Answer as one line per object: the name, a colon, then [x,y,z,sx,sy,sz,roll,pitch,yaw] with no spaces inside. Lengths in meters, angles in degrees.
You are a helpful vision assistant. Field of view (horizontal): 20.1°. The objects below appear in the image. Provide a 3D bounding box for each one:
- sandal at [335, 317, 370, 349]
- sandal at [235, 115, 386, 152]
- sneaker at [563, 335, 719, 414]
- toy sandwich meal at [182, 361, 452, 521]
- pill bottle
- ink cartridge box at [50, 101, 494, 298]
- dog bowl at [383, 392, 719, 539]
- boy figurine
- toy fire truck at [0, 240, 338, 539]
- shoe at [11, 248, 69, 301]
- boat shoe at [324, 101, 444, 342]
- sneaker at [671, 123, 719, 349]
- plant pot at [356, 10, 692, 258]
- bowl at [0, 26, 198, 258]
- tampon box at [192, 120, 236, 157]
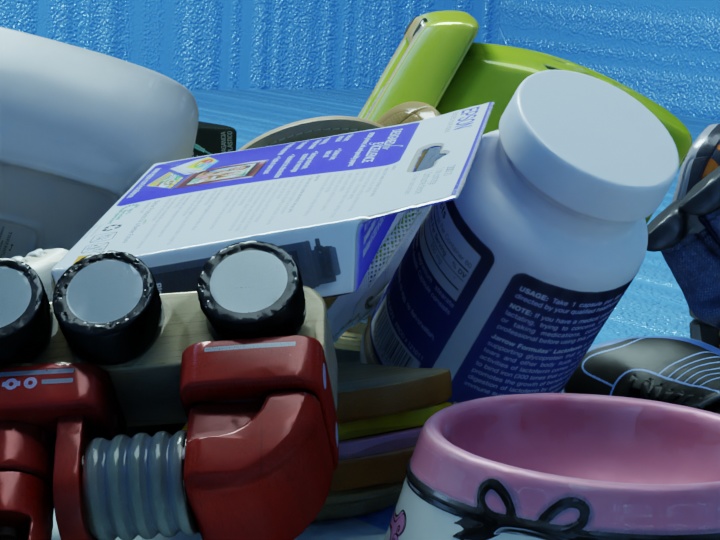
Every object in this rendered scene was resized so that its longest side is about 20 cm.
sandal: [-0.038,0.015,1.358,0.211,0.070,0.077,-4,12,-39]
sandal: [-0.067,-0.031,1.165,0.211,0.078,0.070,-34,15,13]
sneaker: [0.184,0.078,1.109,0.199,0.071,0.078,11,7,39]
toy sandwich meal: [-0.048,0.075,1.042,0.204,0.071,0.205,3,9,-1]
pill bottle: [0.086,-0.004,1.101,0.115,0.201,0.116,17,39,-14]
ink cartridge box: [-0.033,-0.028,1.017,0.199,0.044,0.198,-11,15,13]
dog bowl: [0.106,0.108,0.896,0.199,0.074,0.200,4,10,-1]
boy figurine: [0.241,0.038,1.157,0.124,0.200,0.064,-37,1,23]
toy fire truck: [-0.101,0.088,0.855,0.175,0.129,0.201,-3,53,4]
shoe: [-0.148,0.018,1.079,0.199,0.054,0.070,11,-16,-28]
boat shoe: [0.000,0.000,1.187,0.069,0.200,0.071,40,-5,-41]
sneaker: [0.254,0.005,1.219,0.112,0.201,0.078,14,45,35]
plant pot: [0.079,-0.058,1.312,0.181,0.201,0.199,31,9,-4]
bowl: [-0.206,-0.038,1.180,0.198,0.201,0.075,14,43,-12]
tampon box: [-0.201,-0.030,1.372,0.199,0.151,0.126,-5,11,-40]
